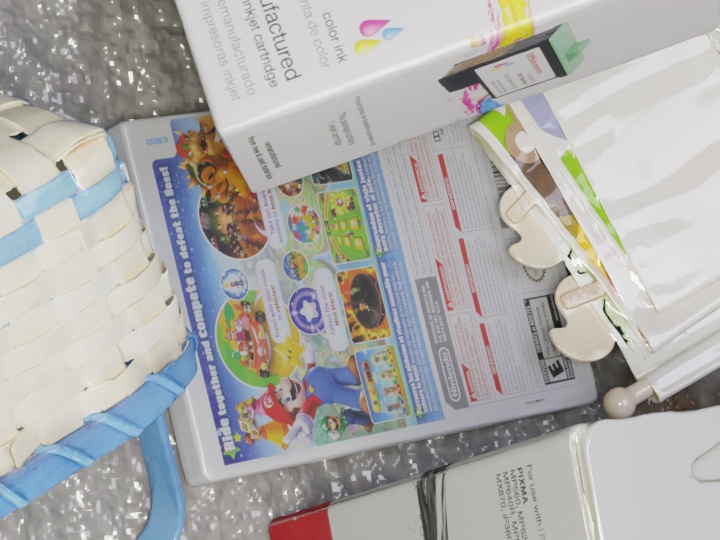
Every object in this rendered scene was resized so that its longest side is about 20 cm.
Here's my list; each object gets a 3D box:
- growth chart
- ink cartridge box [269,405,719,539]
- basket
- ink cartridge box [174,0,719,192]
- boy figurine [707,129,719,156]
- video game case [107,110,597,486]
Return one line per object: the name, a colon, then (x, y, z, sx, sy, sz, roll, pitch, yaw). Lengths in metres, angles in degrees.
growth chart: (0.118, -0.049, 1.220, 0.144, 0.018, 0.201, -21, 81, -15)
ink cartridge box: (0.082, 0.108, 1.088, 0.144, 0.200, 0.084, -4, 78, -35)
basket: (-0.139, 0.048, 1.006, 0.176, 0.139, 0.201, -29, 121, -39)
ink cartridge box: (0.024, -0.137, 1.118, 0.199, 0.084, 0.146, -19, 74, 1)
boy figurine: (0.217, -0.032, 1.308, 0.199, 0.064, 0.125, 1, 76, -35)
video game case: (0.000, 0.000, 1.177, 0.199, 0.018, 0.144, -9, 82, -36)
